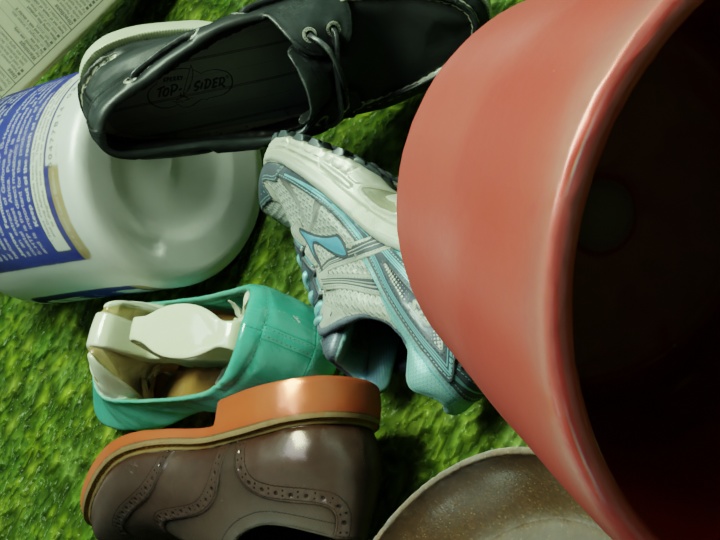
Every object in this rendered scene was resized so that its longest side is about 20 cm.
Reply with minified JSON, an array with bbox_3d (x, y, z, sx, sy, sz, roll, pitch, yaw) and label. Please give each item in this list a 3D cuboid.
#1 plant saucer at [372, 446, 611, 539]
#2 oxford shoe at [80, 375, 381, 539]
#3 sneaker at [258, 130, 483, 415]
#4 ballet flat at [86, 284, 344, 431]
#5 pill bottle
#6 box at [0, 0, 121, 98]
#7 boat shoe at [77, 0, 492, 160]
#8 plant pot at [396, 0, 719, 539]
[{"bbox_3d":[0.046,0.160,0.565,0.200,0.032,0.202,-31,49,44],"label":"plant saucer"},{"bbox_3d":[-0.063,0.104,0.747,0.200,0.071,0.073,-29,60,50],"label":"oxford shoe"},{"bbox_3d":[0.000,0.000,0.740,0.200,0.077,0.087,27,89,57],"label":"sneaker"},{"bbox_3d":[-0.089,0.036,0.831,0.199,0.070,0.068,-9,57,50],"label":"ballet flat"},{"bbox_3d":[-0.155,-0.043,0.936,0.199,0.119,0.121,-7,58,49],"label":"pill bottle"},{"bbox_3d":[-0.201,-0.187,1.078,0.200,0.095,0.078,-46,19,-19],"label":"box"},{"bbox_3d":[-0.035,-0.090,0.793,0.197,0.075,0.066,-7,31,1],"label":"boat shoe"},{"bbox_3d":[0.106,-0.011,0.520,0.201,0.200,0.177,-60,22,-3],"label":"plant pot"}]
